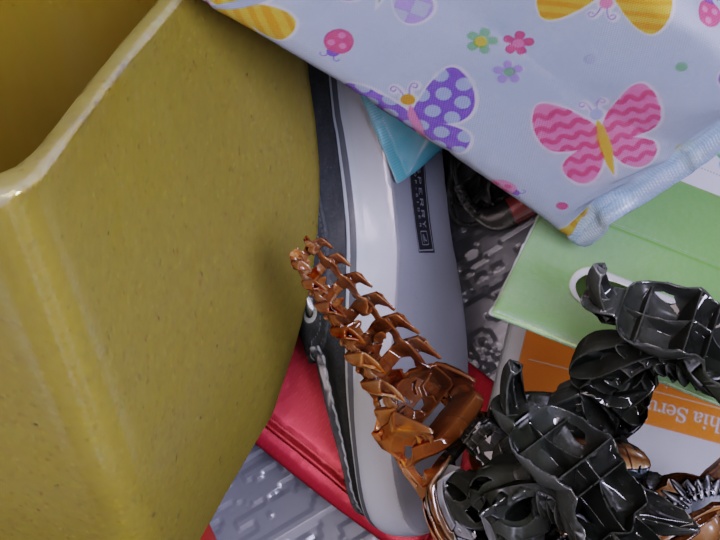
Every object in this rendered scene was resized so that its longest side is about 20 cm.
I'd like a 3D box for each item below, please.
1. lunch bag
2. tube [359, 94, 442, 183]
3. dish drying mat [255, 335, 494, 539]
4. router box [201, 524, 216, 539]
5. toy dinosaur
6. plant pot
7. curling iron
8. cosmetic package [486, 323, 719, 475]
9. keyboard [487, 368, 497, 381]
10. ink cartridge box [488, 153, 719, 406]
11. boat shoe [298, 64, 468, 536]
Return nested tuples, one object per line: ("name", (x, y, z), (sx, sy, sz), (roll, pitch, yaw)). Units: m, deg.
("lunch bag", (0.047, -0.140, 0.648), (0.127, 0.169, 0.201), (-39, 31, 35))
("tube", (0.074, -0.114, 0.766), (0.199, 0.050, 0.078), (-33, 105, -26))
("dish drying mat", (-0.034, 0.025, 0.792), (0.200, 0.018, 0.077), (37, 78, 7))
("router box", (-0.184, 0.076, 0.829), (0.199, 0.049, 0.180), (-27, 75, 6))
("toy dinosaur", (0.057, 0.069, 0.622), (0.199, 0.136, 0.103), (24, 60, -12))
("plant pot", (-0.121, 0.002, 0.686), (0.193, 0.201, 0.196), (1, 37, 24))
("curling iron", (0.122, -0.072, 0.805), (0.199, 0.026, 0.050), (-25, 78, 6))
("cosmetic package", (0.084, 0.098, 0.729), (0.101, 0.071, 0.201), (14, 70, 5))
("keyboard", (0.100, 0.125, 0.781), (0.056, 0.011, 0.200), (-40, 74, 7))
("ink cartridge box", (0.126, -0.025, 0.712), (0.103, 0.059, 0.201), (23, 57, 11))
("boat shoe", (0.000, 0.000, 0.766), (0.056, 0.069, 0.202), (-8, 80, 28))
